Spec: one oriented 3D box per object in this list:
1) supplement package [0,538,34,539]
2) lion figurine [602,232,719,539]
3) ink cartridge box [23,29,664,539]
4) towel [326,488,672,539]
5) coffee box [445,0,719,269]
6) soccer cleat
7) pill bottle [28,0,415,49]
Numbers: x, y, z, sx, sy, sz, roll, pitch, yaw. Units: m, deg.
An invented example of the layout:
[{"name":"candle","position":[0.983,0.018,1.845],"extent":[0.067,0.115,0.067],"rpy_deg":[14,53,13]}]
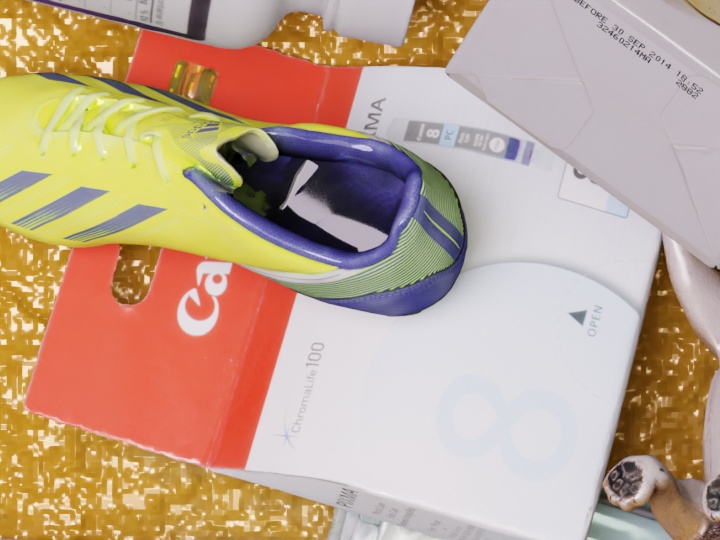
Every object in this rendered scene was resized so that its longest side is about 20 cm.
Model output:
[{"name":"supplement package","position":[-0.102,0.201,1.000],"extent":[0.117,0.117,0.201],"rpy_deg":[2,94,0]},{"name":"lion figurine","position":[0.134,0.054,0.972],"extent":[0.072,0.122,0.201],"rpy_deg":[-1,66,34]},{"name":"ink cartridge box","position":[0.000,0.000,0.996],"extent":[0.199,0.047,0.161],"rpy_deg":[17,73,-2]},{"name":"towel","position":[0.070,0.161,1.035],"extent":[0.199,0.048,0.172],"rpy_deg":[17,96,-1]},{"name":"coffee box","position":[0.131,-0.114,0.946],"extent":[0.113,0.080,0.200],"rpy_deg":[36,55,1]},{"name":"soccer cleat","position":[-0.059,-0.036,0.961],"extent":[0.200,0.084,0.065],"rpy_deg":[15,73,15]},{"name":"pill bottle","position":[-0.073,-0.139,0.979],"extent":[0.199,0.111,0.112],"rpy_deg":[14,94,-2]}]
